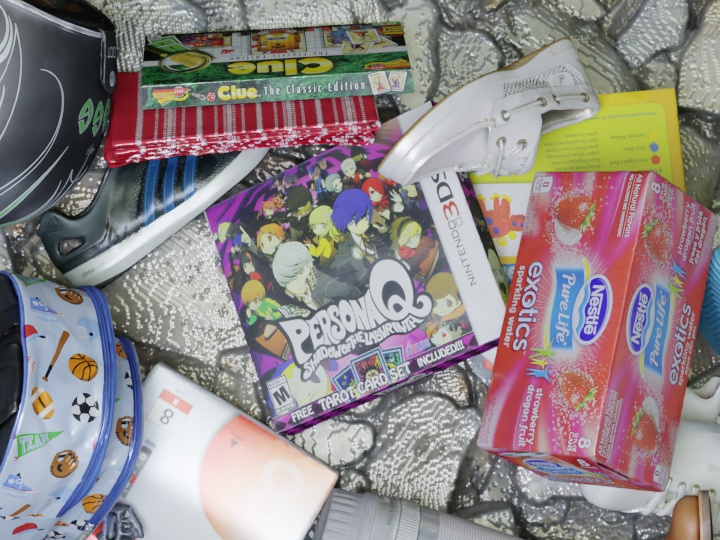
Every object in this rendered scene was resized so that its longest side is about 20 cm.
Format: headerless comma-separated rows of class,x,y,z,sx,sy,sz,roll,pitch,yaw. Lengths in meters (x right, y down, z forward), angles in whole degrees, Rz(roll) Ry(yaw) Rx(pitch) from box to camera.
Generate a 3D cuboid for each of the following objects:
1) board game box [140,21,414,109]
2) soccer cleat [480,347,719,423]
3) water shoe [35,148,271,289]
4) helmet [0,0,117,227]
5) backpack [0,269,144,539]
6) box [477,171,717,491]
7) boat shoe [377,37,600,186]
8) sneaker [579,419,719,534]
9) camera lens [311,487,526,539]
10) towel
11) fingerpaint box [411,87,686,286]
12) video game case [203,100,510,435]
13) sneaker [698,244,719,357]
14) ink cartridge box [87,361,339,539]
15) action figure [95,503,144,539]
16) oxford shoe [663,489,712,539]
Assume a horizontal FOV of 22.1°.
board game box,-0.063,-0.154,1.378,0.198,0.105,0.024,-4,120,-3
soccer cleat,0.176,0.076,1.368,0.199,0.069,0.078,24,99,-14
water shoe,-0.150,-0.069,1.368,0.200,0.071,0.079,-39,99,-8
helmet,-0.281,-0.122,1.318,0.199,0.200,0.192,28,103,1
backpack,-0.233,0.099,1.274,0.153,0.191,0.201,3,56,-29
box,0.163,0.040,1.258,0.099,0.095,0.202,2,72,42
boat shoe,0.099,-0.099,1.293,0.199,0.071,0.070,-31,82,-34
sneaker,0.254,0.158,1.328,0.199,0.073,0.085,-3,51,-28
camera lens,0.052,0.253,1.299,0.198,0.160,0.161,19,82,-2
towel,-0.090,-0.121,1.363,0.198,0.145,0.023,-5,119,-4
fingerpaint box,0.142,-0.041,1.388,0.198,0.073,0.168,-5,82,-2
video game case,0.000,0.000,1.345,0.199,0.036,0.183,-24,75,19
sneaker,0.303,0.036,1.350,0.076,0.200,0.081,24,70,43
ink cartridge box,-0.133,0.193,1.354,0.161,0.050,0.201,31,79,1
action figure,-0.167,0.264,1.294,0.192,0.104,0.202,-3,91,21
oxford shoe,0.209,0.234,1.310,0.071,0.201,0.072,10,37,3
